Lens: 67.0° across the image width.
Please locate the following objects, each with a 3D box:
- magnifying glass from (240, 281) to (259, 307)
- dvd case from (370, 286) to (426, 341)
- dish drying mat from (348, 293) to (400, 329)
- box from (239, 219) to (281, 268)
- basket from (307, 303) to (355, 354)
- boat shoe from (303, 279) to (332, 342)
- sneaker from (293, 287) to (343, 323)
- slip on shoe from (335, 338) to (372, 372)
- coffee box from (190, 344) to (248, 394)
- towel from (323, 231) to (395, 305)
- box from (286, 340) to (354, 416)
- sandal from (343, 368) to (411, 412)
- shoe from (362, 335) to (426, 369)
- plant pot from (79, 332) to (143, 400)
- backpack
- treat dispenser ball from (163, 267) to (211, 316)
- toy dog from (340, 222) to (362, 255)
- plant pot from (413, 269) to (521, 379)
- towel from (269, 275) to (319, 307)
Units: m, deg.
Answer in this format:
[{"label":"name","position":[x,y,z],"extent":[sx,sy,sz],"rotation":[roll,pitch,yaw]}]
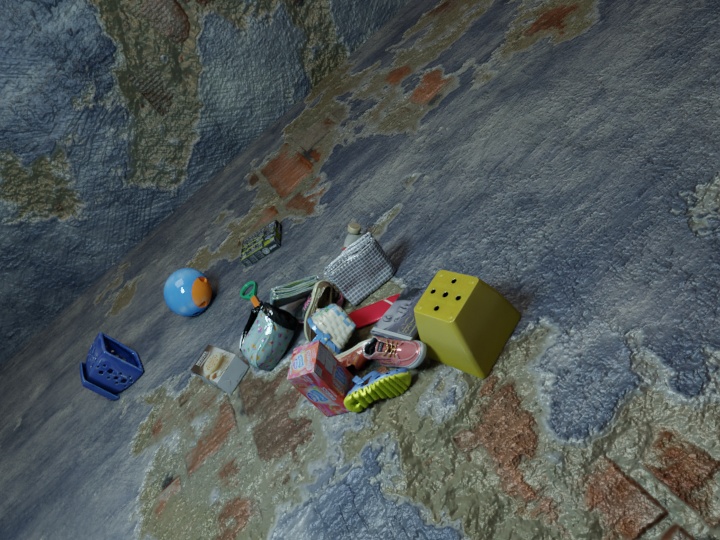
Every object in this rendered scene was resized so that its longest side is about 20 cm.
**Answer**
[{"label":"magnifying glass","position":[-0.432,0.103,2.172],"extent":[0.079,0.022,0.200],"rotation":[-43,33,-3]},{"label":"dvd case","position":[0.137,0.125,1.567],"extent":[0.147,0.016,0.201],"rotation":[9,47,44]},{"label":"dish drying mat","position":[0.039,0.132,1.690],"extent":[0.196,0.018,0.078],"rotation":[-23,40,24]},{"label":"box","position":[-0.438,-0.118,2.393],"extent":[0.197,0.044,0.162],"rotation":[-30,37,16]},{"label":"basket","position":[-0.113,0.199,1.637],"extent":[0.201,0.139,0.176],"rotation":[-51,7,-6]},{"label":"boat shoe","position":[-0.130,0.136,1.733],"extent":[0.074,0.073,0.208],"rotation":[14,97,56]},{"label":"sneaker","position":[-0.155,0.107,1.836],"extent":[0.197,0.096,0.080],"rotation":[-27,38,21]},{"label":"slip on shoe","position":[-0.004,0.253,1.565],"extent":[0.197,0.074,0.062],"rotation":[-29,58,15]},{"label":"coffee box","position":[-0.497,0.346,1.915],"extent":[0.197,0.080,0.116],"rotation":[5,55,46]},{"label":"towel","position":[0.000,0.000,1.744],"extent":[0.199,0.166,0.086],"rotation":[-38,40,4]},{"label":"box","position":[-0.101,0.297,1.484],"extent":[0.093,0.201,0.104],"rotation":[-19,40,26]},{"label":"sandal","position":[0.043,0.300,1.451],"extent":[0.196,0.080,0.088],"rotation":[-22,34,15]},{"label":"shoe","position":[0.085,0.215,1.439],"extent":[0.199,0.089,0.073],"rotation":[-22,51,57]},{"label":"plant pot","position":[-1.059,0.412,2.288],"extent":[0.181,0.200,0.199],"rotation":[-52,36,-6]},{"label":"backpack","position":[-0.309,0.223,1.801],"extent":[0.126,0.166,0.203],"rotation":[33,91,46]},{"label":"treat dispenser ball","position":[-0.731,0.092,2.306],"extent":[0.198,0.202,0.204],"rotation":[-25,37,21]},{"label":"toy dog","position":[-0.014,-0.077,1.905],"extent":[0.094,0.133,0.204],"rotation":[11,55,2]},{"label":"plant pot","position":[0.249,0.115,1.369],"extent":[0.198,0.177,0.202],"rotation":[14,62,50]},{"label":"towel","position":[-0.225,0.076,1.849],"extent":[0.167,0.049,0.200],"rotation":[-16,-9,-14]}]
